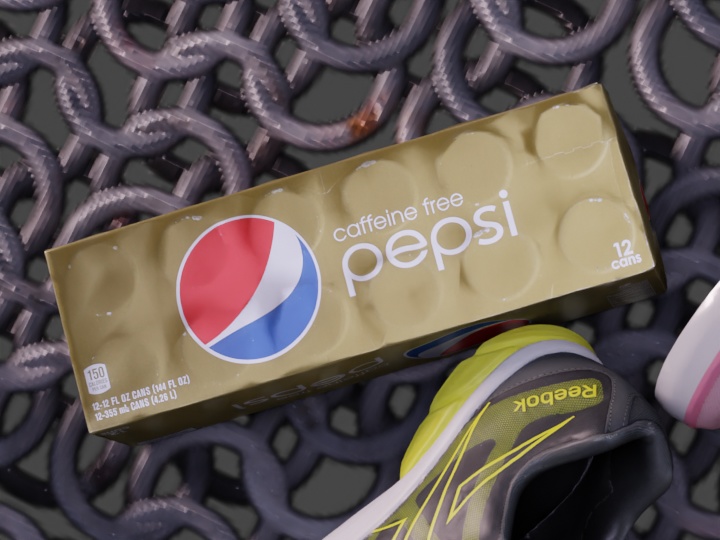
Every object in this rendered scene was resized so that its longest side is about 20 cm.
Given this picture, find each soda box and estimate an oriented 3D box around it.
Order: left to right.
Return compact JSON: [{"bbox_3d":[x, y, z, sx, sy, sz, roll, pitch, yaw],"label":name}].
[{"bbox_3d":[0.000,0.000,0.954,0.200,0.064,0.068,-17,79,7],"label":"soda box"}]

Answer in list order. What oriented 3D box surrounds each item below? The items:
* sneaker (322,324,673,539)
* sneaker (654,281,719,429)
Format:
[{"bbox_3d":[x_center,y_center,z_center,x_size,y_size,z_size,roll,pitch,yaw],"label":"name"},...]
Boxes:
[{"bbox_3d":[0.027,0.109,0.910,0.074,0.085,0.200,33,87,-29],"label":"sneaker"},{"bbox_3d":[0.197,0.006,0.912,0.200,0.075,0.105,-39,72,-2],"label":"sneaker"}]
